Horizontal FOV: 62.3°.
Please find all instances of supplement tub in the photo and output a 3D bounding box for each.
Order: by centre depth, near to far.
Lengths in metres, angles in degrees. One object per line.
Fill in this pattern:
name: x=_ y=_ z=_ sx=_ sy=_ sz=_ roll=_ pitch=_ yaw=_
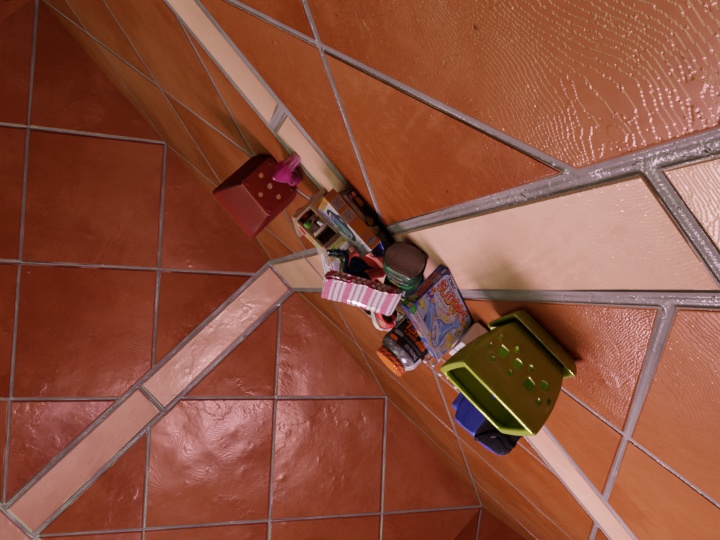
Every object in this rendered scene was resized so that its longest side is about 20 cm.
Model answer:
supplement tub: x=0.145 y=0.188 z=1.646 sx=0.122 sy=0.200 sz=0.123 roll=42 pitch=166 yaw=13

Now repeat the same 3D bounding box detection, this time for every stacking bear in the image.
stacking bear: x=0.000 y=0.000 z=1.779 sx=0.114 sy=0.121 sz=0.200 roll=53 pitch=174 yaw=1

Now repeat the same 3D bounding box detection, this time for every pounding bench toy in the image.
pounding bench toy: x=-0.103 y=-0.114 z=1.722 sx=0.156 sy=0.124 sz=0.200 roll=43 pitch=166 yaw=15

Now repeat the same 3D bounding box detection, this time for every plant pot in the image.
plant pot: x=0.309 y=0.202 z=1.223 sx=0.200 sy=0.181 sz=0.199 roll=46 pitch=166 yaw=5
plant pot: x=-0.317 y=-0.250 z=1.899 sx=0.200 sy=0.200 sz=0.176 roll=50 pitch=154 yaw=-15

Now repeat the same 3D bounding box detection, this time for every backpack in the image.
backpack: x=0.369 y=0.402 z=1.667 sx=0.200 sy=0.163 sz=0.168 roll=41 pitch=-179 yaw=-34

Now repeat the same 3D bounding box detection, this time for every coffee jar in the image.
coffee jar: x=0.109 y=0.011 z=1.491 sx=0.103 sy=0.086 sz=0.200 roll=27 pitch=162 yaw=13

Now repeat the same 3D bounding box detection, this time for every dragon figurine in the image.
dragon figurine: x=-0.004 y=0.001 z=1.572 sx=0.198 sy=0.101 sz=0.059 roll=16 pitch=-172 yaw=-25

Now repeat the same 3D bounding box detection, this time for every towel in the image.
towel: x=-0.001 y=0.063 z=1.513 sx=0.197 sy=0.030 sz=0.147 roll=16 pitch=154 yaw=0

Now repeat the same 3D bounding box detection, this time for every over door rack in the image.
over door rack: x=0.263 y=0.294 z=1.867 sx=0.147 sy=0.067 sz=0.201 roll=37 pitch=163 yaw=34

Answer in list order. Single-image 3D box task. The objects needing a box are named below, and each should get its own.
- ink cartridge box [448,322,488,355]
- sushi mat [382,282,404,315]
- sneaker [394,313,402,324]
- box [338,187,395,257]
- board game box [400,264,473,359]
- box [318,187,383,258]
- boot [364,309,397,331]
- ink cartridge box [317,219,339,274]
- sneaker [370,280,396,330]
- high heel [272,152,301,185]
ink cartridge box: x=0.297 y=0.211 z=1.508 sx=0.115 sy=0.067 sz=0.200 roll=39 pitch=165 yaw=9
sushi mat: x=0.098 y=0.067 z=1.651 sx=0.096 sy=0.012 sz=0.200 roll=49 pitch=-164 yaw=0
sneaker: x=0.135 y=0.152 z=1.825 sx=0.077 sy=0.085 sz=0.200 roll=47 pitch=167 yaw=0
box: x=0.008 y=-0.120 z=1.548 sx=0.201 sy=0.040 sz=0.137 roll=51 pitch=165 yaw=-15
board game box: x=0.187 y=0.102 z=1.418 sx=0.034 sy=0.135 sz=0.201 roll=31 pitch=160 yaw=48
box: x=-0.023 y=-0.108 z=1.508 sx=0.201 sy=0.041 sz=0.119 roll=50 pitch=166 yaw=0
boot: x=0.104 y=0.189 z=2.049 sx=0.199 sy=0.073 sz=0.156 roll=14 pitch=141 yaw=57
ink cartridge box: x=-0.113 y=-0.075 z=1.893 sx=0.173 sy=0.043 sz=0.203 roll=25 pitch=131 yaw=56
sneaker: x=0.061 y=0.093 z=1.898 sx=0.085 sy=0.077 sz=0.202 roll=-21 pitch=96 yaw=57
high heel: x=-0.218 y=-0.266 z=1.711 sx=0.067 sy=0.096 sz=0.200 roll=47 pitch=166 yaw=-4
